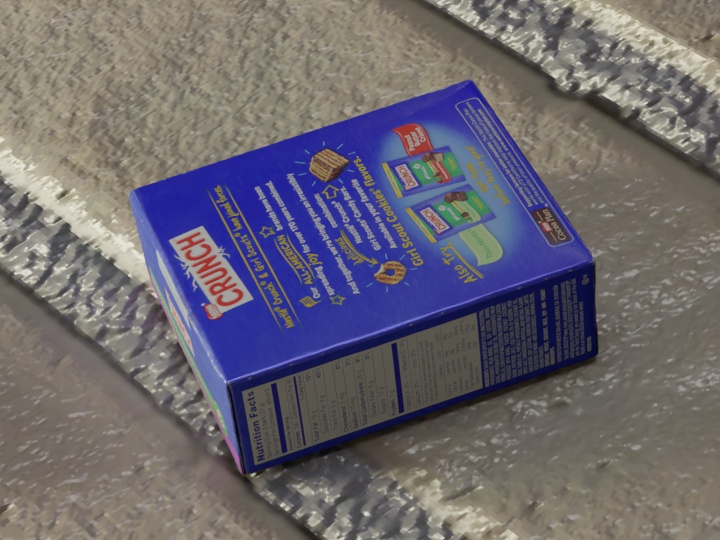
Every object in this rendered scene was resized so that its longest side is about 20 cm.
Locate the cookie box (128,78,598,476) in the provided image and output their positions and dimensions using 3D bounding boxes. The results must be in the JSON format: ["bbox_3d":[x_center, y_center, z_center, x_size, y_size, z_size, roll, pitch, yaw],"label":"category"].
[{"bbox_3d":[0.000,0.000,1.356,0.200,0.075,0.171,-18,43,-11],"label":"cookie box"}]
